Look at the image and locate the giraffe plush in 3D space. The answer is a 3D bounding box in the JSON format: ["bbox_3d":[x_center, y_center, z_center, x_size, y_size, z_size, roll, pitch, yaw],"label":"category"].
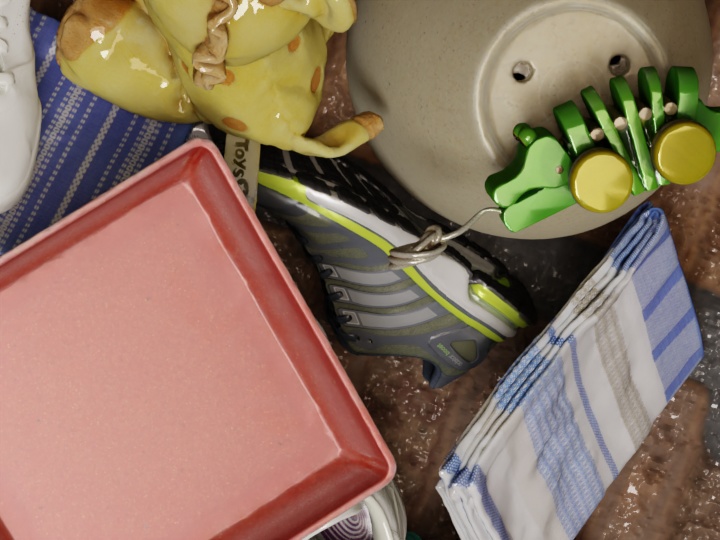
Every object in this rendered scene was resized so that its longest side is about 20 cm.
[{"bbox_3d":[-0.068,-0.140,1.155,0.171,0.162,0.201,-12,71,-6],"label":"giraffe plush"}]

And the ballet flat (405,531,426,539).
[{"bbox_3d":[-0.029,0.225,1.338,0.199,0.068,0.069,-30,118,2],"label":"ballet flat"}]

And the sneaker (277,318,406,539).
[{"bbox_3d":[-0.032,0.084,1.241,0.075,0.100,0.200,-33,103,5],"label":"sneaker"}]

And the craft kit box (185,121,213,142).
[{"bbox_3d":[-0.130,0.046,1.295,0.199,0.049,0.198,-27,102,1],"label":"craft kit box"}]

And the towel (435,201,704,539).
[{"bbox_3d":[0.117,0.077,1.257,0.200,0.024,0.147,-51,143,-22],"label":"towel"}]

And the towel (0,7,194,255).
[{"bbox_3d":[-0.191,-0.081,1.210,0.199,0.024,0.145,25,58,-2],"label":"towel"}]

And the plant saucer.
[{"bbox_3d":[-0.113,0.067,1.162,0.199,0.037,0.200,-32,104,-9],"label":"plant saucer"}]

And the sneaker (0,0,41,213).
[{"bbox_3d":[-0.191,-0.129,1.173,0.075,0.089,0.201,2,69,-17],"label":"sneaker"}]

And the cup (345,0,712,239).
[{"bbox_3d":[0.098,-0.101,1.228,0.199,0.143,0.202,-1,104,-6],"label":"cup"}]

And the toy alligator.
[{"bbox_3d":[0.100,-0.057,1.134,0.199,0.059,0.055,-19,105,-1],"label":"toy alligator"}]

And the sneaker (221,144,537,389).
[{"bbox_3d":[0.000,0.000,1.272,0.199,0.074,0.081,33,105,-21],"label":"sneaker"}]
